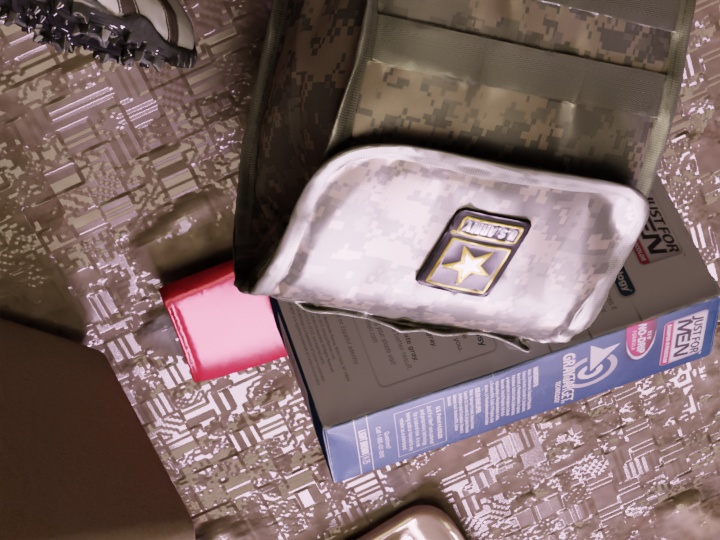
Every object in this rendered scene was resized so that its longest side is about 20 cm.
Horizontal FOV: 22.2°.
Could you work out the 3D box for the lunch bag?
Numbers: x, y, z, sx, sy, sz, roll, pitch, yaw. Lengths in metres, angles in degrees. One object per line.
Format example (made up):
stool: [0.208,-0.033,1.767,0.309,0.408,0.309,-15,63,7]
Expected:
lunch bag: [0.042,-0.068,0.784,0.163,0.117,0.202,9,96,-25]

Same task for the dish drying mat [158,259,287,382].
dish drying mat: [0.000,0.000,0.935,0.198,0.018,0.077,-20,134,-5]

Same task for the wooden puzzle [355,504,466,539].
wooden puzzle: [0.001,0.248,1.119,0.199,0.046,0.186,-29,132,4]

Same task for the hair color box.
hair color box: [0.063,0.019,0.888,0.198,0.101,0.061,-18,148,-6]

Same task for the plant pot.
plant pot: [-0.193,0.134,0.867,0.176,0.200,0.201,-2,130,-32]

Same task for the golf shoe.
golf shoe: [-0.119,-0.142,0.732,0.200,0.077,0.095,28,76,-60]
